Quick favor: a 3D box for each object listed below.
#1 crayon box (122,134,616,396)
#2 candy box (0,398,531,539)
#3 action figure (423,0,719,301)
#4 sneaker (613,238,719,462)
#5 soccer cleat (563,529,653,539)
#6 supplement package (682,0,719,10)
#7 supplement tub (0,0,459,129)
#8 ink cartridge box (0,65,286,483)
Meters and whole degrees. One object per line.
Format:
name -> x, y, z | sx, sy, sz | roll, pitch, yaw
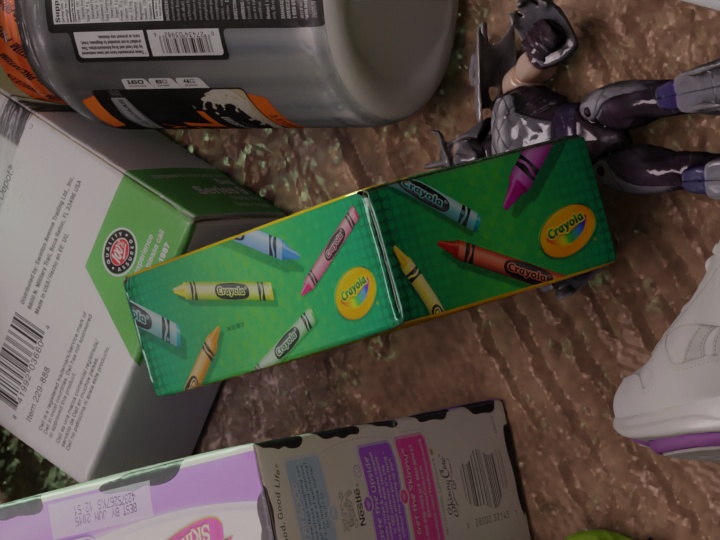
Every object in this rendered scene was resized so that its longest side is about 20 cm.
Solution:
crayon box -> 0.000, 0.000, 1.241 | 0.200, 0.118, 0.059 | -18, 88, 54
candy box -> -0.048, 0.114, 1.271 | 0.167, 0.200, 0.072 | -15, 85, 32
action figure -> 0.106, -0.057, 1.237 | 0.199, 0.069, 0.131 | -5, 104, 38
sneaker -> 0.168, 0.022, 1.180 | 0.200, 0.074, 0.100 | 148, 123, -60
soccer cleat -> 0.125, 0.210, 1.251 | 0.081, 0.067, 0.201 | -38, 67, 40
supplement package -> 0.143, -0.194, 1.131 | 0.200, 0.110, 0.157 | 22, 122, 46
supplement tub -> -0.065, -0.125, 1.313 | 0.199, 0.122, 0.123 | 2, 94, 34
ink cartridge box -> -0.153, -0.011, 1.400 | 0.200, 0.084, 0.147 | 33, 111, 27
